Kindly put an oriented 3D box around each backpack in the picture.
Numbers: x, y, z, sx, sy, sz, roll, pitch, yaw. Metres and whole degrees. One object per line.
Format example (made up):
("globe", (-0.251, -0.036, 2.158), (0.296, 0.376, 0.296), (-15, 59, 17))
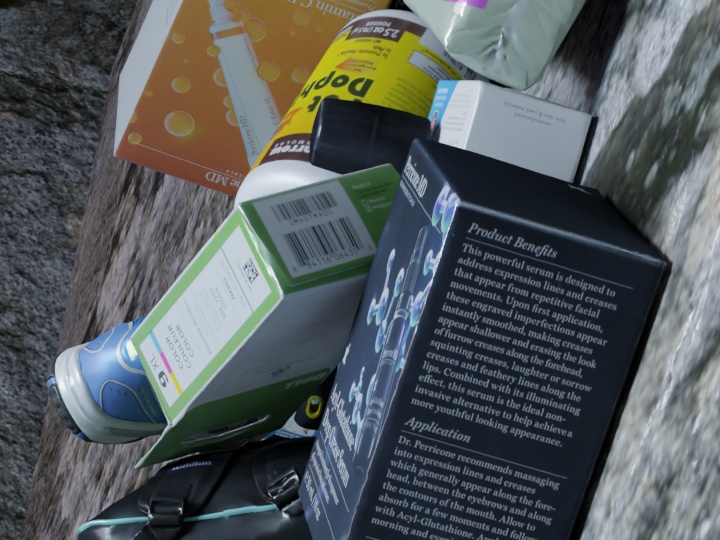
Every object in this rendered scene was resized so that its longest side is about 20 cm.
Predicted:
("backpack", (-0.055, 0.170, 1.533), (0.200, 0.175, 0.154), (-72, -32, -80))

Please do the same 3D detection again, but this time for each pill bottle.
("pill bottle", (-0.004, -0.055, 1.622), (0.200, 0.109, 0.109), (-60, 0, -38))

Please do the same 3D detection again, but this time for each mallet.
("mallet", (0.000, 0.000, 1.518), (0.041, 0.065, 0.201), (-88, 2, -64))

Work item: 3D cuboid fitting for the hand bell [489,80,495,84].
("hand bell", (0.070, -0.204, 1.720), (0.104, 0.103, 0.201), (124, 145, -58))

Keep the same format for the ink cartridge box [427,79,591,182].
("ink cartridge box", (0.056, 0.002, 1.483), (0.116, 0.067, 0.201), (-156, 82, -80))

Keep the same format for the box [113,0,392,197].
("box", (-0.066, -0.156, 1.744), (0.098, 0.124, 0.201), (-91, 23, -52))

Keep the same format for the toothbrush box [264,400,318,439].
("toothbrush box", (-0.018, 0.011, 1.791), (0.146, 0.085, 0.201), (-145, 71, -79))

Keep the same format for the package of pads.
("package of pads", (0.101, -0.208, 1.482), (0.201, 0.068, 0.155), (-61, 14, 9))

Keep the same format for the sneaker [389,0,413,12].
("sneaker", (0.027, -0.167, 1.802), (0.200, 0.089, 0.079), (-103, 30, -68))

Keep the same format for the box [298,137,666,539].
("box", (0.054, 0.056, 1.321), (0.148, 0.106, 0.201), (-117, 45, -75))

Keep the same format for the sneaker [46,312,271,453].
("sneaker", (-0.086, 0.060, 1.573), (0.077, 0.199, 0.076), (-33, 74, 34))

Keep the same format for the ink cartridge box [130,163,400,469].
("ink cartridge box", (-0.053, 0.027, 1.457), (0.060, 0.103, 0.200), (62, 142, 17))
